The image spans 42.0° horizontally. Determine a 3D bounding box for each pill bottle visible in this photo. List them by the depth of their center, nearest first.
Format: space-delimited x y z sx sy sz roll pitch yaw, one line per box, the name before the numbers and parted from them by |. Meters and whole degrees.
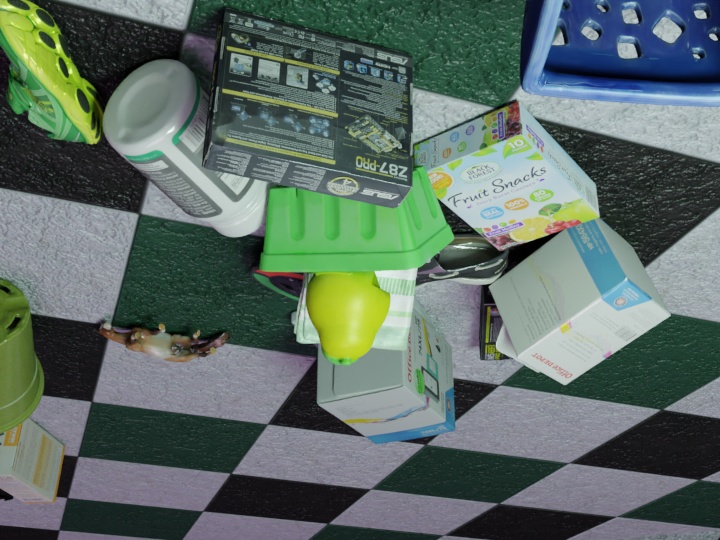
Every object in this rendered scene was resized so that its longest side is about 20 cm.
pill bottle | -0.175 -0.124 1.016 0.112 0.114 0.200 -12 148 21

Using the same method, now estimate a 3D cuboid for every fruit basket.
fruit basket | -0.006 -0.006 1.059 0.214 0.218 0.155 -17 -171 29

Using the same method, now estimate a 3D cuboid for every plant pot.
plant pot | 0.225 -0.257 0.704 0.197 0.182 0.201 2 151 -4
plant pot | -0.564 0.112 1.399 0.198 0.202 0.191 11 136 -18

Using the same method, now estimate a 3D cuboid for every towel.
towel | 0.000 0.000 1.190 0.151 0.203 0.023 5 -167 -10

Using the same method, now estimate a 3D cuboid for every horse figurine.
horse figurine | -0.311 0.114 1.498 0.198 0.051 0.132 13 162 -32

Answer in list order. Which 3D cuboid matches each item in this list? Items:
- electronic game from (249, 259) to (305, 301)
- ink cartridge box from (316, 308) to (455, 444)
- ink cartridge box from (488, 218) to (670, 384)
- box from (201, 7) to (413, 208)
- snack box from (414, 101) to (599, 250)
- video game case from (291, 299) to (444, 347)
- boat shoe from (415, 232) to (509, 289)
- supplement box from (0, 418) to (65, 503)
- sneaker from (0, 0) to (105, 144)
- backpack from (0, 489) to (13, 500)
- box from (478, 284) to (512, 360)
electronic game | -0.057 0.026 1.297 0.198 0.042 0.200 16 167 4
ink cartridge box | 0.041 0.156 1.430 0.145 0.148 0.200 -14 149 23
ink cartridge box | 0.276 0.046 1.242 0.199 0.126 0.128 -38 136 23
box | -0.046 -0.157 0.907 0.198 0.163 0.049 10 150 -17
snack box | 0.174 -0.104 1.106 0.141 0.054 0.199 -20 144 32
video game case | 0.016 0.097 1.496 0.198 0.024 0.182 -11 148 19
boat shoe | 0.100 -0.015 1.245 0.197 0.075 0.061 2 150 -6
supplement box | -0.689 0.389 1.923 0.073 0.127 0.201 -2 150 8
sneaker | -0.325 -0.189 0.945 0.082 0.075 0.201 -7 150 5
backpack | -0.818 0.421 1.987 0.161 0.156 0.200 -3 172 11
box | 0.262 0.076 1.434 0.158 0.045 0.201 -2 150 6
